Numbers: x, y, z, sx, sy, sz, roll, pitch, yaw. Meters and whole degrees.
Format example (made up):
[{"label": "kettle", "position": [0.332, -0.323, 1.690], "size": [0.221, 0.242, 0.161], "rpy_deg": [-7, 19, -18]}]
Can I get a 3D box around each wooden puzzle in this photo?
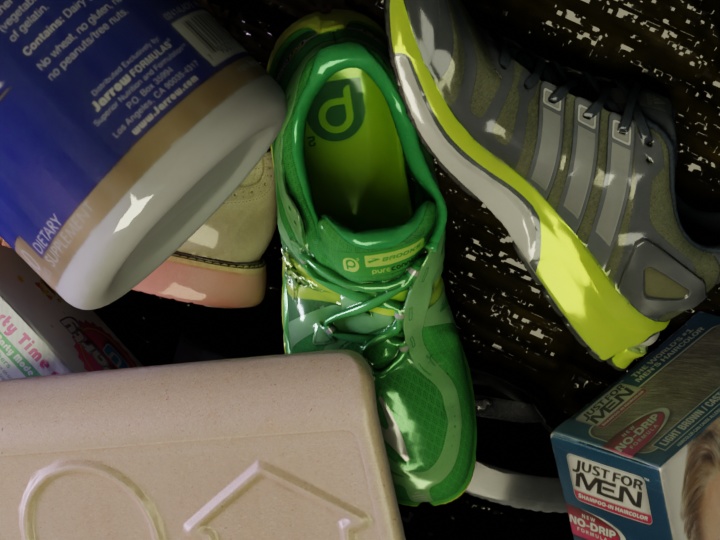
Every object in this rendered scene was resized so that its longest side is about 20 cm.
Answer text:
[{"label": "wooden puzzle", "position": [-0.057, 0.133, 1.087], "size": [0.184, 0.046, 0.201], "rpy_deg": [-6, 101, 24]}]

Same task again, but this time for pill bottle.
[{"label": "pill bottle", "position": [-0.133, -0.092, 1.021], "size": [0.200, 0.116, 0.116], "rpy_deg": [45, 121, 5]}]

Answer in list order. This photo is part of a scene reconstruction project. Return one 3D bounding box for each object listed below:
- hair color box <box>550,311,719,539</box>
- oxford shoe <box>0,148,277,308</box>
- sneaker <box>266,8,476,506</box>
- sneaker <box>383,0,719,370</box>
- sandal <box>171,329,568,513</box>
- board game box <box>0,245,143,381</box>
[{"label": "hair color box", "position": [0.149, 0.131, 1.124], "size": [0.060, 0.100, 0.201], "rpy_deg": [16, 131, 44]}, {"label": "oxford shoe", "position": [-0.128, -0.045, 1.110], "size": [0.199, 0.071, 0.074], "rpy_deg": [15, 102, -1]}, {"label": "sneaker", "position": [0.000, 0.000, 1.058], "size": [0.074, 0.084, 0.201], "rpy_deg": [-13, 99, -1]}, {"label": "sneaker", "position": [0.078, -0.056, 1.057], "size": [0.081, 0.074, 0.200], "rpy_deg": [-33, 116, 16]}, {"label": "sandal", "position": [0.019, 0.057, 1.133], "size": [0.199, 0.076, 0.043], "rpy_deg": [18, 97, -1]}, {"label": "board game box", "position": [-0.177, 0.102, 1.166], "size": [0.200, 0.064, 0.148], "rpy_deg": [-39, 97, 19]}]
